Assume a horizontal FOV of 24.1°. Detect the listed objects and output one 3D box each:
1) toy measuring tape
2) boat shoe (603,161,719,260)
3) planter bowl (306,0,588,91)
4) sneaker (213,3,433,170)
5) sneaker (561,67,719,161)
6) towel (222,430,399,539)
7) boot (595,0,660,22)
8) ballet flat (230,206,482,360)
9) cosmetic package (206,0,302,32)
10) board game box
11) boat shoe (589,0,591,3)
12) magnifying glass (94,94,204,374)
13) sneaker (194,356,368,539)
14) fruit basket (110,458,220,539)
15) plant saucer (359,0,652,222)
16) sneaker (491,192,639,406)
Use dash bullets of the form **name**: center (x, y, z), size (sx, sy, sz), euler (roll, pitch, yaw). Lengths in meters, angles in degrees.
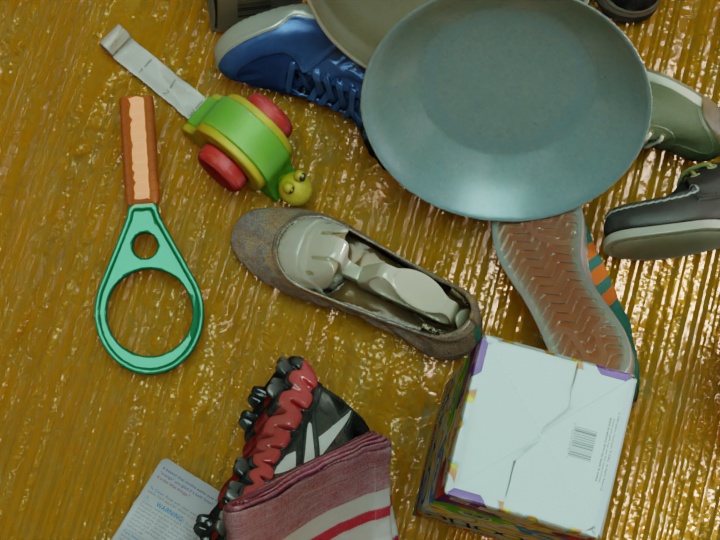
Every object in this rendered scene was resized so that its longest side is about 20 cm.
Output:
- **toy measuring tape**: center (-0.113, -0.118, 1.230), size (0.200, 0.074, 0.074), euler (41, 77, 6)
- **boat shoe**: center (0.268, -0.050, 1.242), size (0.199, 0.072, 0.061), euler (-7, 76, -13)
- **planter bowl**: center (0.062, -0.246, 1.168), size (0.198, 0.201, 0.135), euler (9, 43, -2)
- **sneaker**: center (-0.005, -0.131, 1.235), size (0.198, 0.077, 0.112), euler (-2, 67, -11)
- **sneaker**: center (0.171, -0.112, 1.237), size (0.199, 0.067, 0.090), euler (28, 66, -6)
- **towel**: center (-0.022, 0.221, 1.099), size (0.143, 0.023, 0.202), euler (-22, 112, -43)
- **boot**: center (0.207, -0.304, 1.253), size (0.072, 0.151, 0.202), euler (0, 77, -4)
- **ballet flat**: center (0.000, 0.000, 1.211), size (0.199, 0.067, 0.069), euler (22, 76, 2)
- **cosmetic package**: center (-0.090, -0.291, 1.255), size (0.070, 0.105, 0.202), euler (-7, 76, -5)
- **board game box**: center (0.103, 0.121, 1.120), size (0.102, 0.200, 0.106), euler (15, 77, 0)
- **boat shoe**: center (0.095, -0.264, 1.277), size (0.199, 0.072, 0.076), euler (37, 77, 5)
- **magnifying glass**: center (-0.156, -0.026, 1.217), size (0.079, 0.022, 0.202), euler (-4, 87, -1)
- **sneaker**: center (-0.049, 0.154, 1.137), size (0.098, 0.071, 0.201), euler (33, 47, -11)
- **fruit basket**: center (-0.110, 0.258, 1.146), size (0.184, 0.094, 0.201), euler (30, 61, 3)
- **plant saucer**: center (0.100, -0.121, 1.160), size (0.199, 0.202, 0.039), euler (10, 43, -2)
- **sneaker**: center (0.149, 0.017, 1.223), size (0.071, 0.080, 0.201), euler (-22, 59, 9)
